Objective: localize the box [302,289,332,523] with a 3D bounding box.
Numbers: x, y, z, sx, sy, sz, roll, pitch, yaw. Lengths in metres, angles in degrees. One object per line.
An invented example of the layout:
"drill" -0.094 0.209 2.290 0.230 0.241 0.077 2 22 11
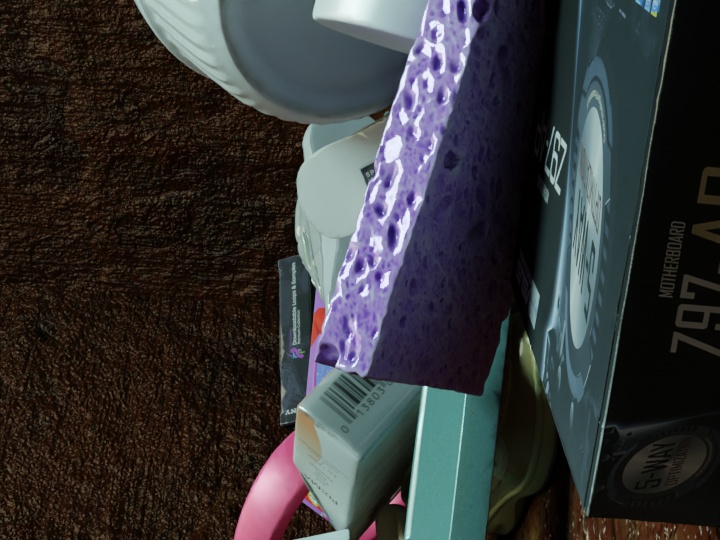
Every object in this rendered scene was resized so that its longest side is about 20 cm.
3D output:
"box" 0.019 0.110 0.990 0.136 0.039 0.202 29 125 37

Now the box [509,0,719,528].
"box" 0.093 -0.034 0.466 0.200 0.043 0.162 -92 7 -70

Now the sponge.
"sponge" 0.048 -0.049 0.560 0.111 0.030 0.202 19 -92 -60

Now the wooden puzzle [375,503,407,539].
"wooden puzzle" 0.046 0.254 0.746 0.200 0.046 0.187 -103 6 -65

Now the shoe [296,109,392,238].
"shoe" 0.056 -0.071 0.776 0.199 0.091 0.072 -17 95 48

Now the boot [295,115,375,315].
"boot" 0.000 0.000 0.894 0.096 0.073 0.202 106 158 -60

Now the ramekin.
"ramekin" -0.022 -0.174 0.738 0.105 0.198 0.202 -129 37 -48

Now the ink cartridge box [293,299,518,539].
"ink cartridge box" 0.026 0.074 0.792 0.162 0.050 0.201 -46 -13 -24

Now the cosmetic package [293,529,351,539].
"cosmetic package" -0.005 0.269 0.747 0.151 0.051 0.202 -97 -3 -60

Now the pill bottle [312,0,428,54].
"pill bottle" 0.049 -0.199 0.619 0.114 0.113 0.202 -110 36 -84

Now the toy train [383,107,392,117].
"toy train" 0.063 -0.097 0.913 0.114 0.084 0.203 -166 82 -75

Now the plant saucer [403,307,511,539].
"plant saucer" 0.049 0.039 0.655 0.070 0.019 0.203 157 123 -69

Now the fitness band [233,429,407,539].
"fitness band" -0.013 0.148 0.859 0.199 0.037 0.145 -4 -61 -58

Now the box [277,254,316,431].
"box" -0.003 0.087 1.157 0.200 0.036 0.145 34 -133 -51

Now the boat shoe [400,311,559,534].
"boat shoe" 0.062 0.082 0.711 0.201 0.062 0.074 100 174 -62
